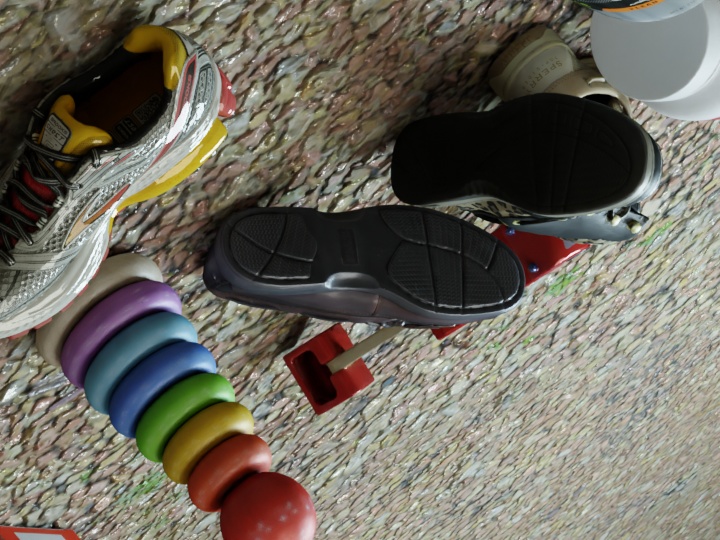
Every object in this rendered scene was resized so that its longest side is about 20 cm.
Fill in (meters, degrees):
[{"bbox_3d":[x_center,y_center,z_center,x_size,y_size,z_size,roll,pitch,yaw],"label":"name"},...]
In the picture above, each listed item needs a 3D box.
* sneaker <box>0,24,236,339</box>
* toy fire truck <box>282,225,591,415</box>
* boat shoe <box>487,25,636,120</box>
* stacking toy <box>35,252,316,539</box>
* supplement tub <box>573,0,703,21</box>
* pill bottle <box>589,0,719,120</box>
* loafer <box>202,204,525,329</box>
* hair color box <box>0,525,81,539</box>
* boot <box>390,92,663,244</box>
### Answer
[{"bbox_3d":[-0.153,-0.048,1.257,0.200,0.078,0.082,-48,155,-8],"label":"sneaker"},{"bbox_3d":[0.057,0.018,1.695,0.200,0.049,0.141,-33,177,33],"label":"toy fire truck"},{"bbox_3d":[0.143,-0.100,1.647,0.071,0.065,0.200,-46,158,11],"label":"boat shoe"},{"bbox_3d":[-0.096,0.086,1.419,0.085,0.200,0.085,-34,157,-17],"label":"stacking toy"},{"bbox_3d":[0.121,-0.206,1.331,0.123,0.123,0.200,-48,156,16],"label":"supplement tub"},{"bbox_3d":[0.236,-0.154,1.637,0.200,0.112,0.112,-7,140,-54],"label":"pill bottle"},{"bbox_3d":[0.000,0.000,1.534,0.200,0.072,0.063,7,156,-20],"label":"loafer"},{"bbox_3d":[-0.265,0.257,1.652,0.200,0.064,0.111,-47,159,10],"label":"hair color box"},{"bbox_3d":[0.137,-0.058,1.544,0.154,0.203,0.074,12,82,-43],"label":"boot"}]
